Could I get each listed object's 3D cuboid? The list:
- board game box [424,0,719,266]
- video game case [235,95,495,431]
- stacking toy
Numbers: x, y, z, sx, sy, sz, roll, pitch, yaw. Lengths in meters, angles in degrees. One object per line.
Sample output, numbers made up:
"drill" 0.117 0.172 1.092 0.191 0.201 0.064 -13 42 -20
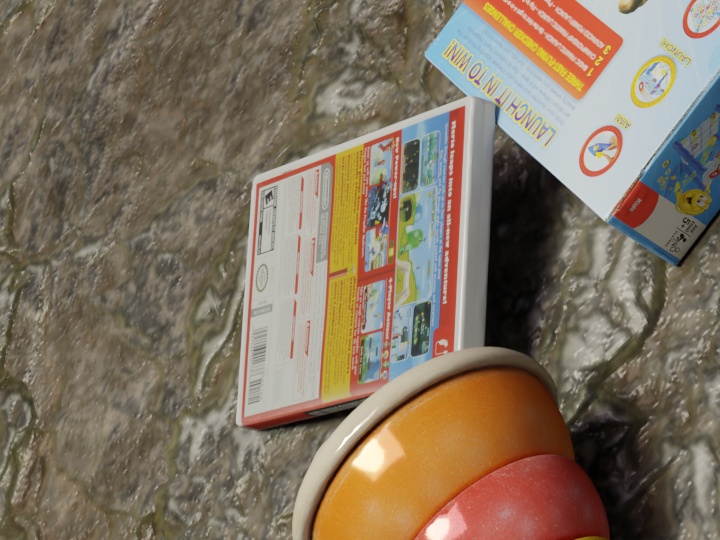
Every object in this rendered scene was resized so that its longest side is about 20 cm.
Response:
"board game box" 0.149 -0.134 1.388 0.196 0.056 0.200 -53 38 9
"video game case" 0.000 0.000 1.454 0.200 0.017 0.143 -17 65 53
"stacking toy" 0.075 0.144 1.253 0.146 0.146 0.200 -50 54 12
